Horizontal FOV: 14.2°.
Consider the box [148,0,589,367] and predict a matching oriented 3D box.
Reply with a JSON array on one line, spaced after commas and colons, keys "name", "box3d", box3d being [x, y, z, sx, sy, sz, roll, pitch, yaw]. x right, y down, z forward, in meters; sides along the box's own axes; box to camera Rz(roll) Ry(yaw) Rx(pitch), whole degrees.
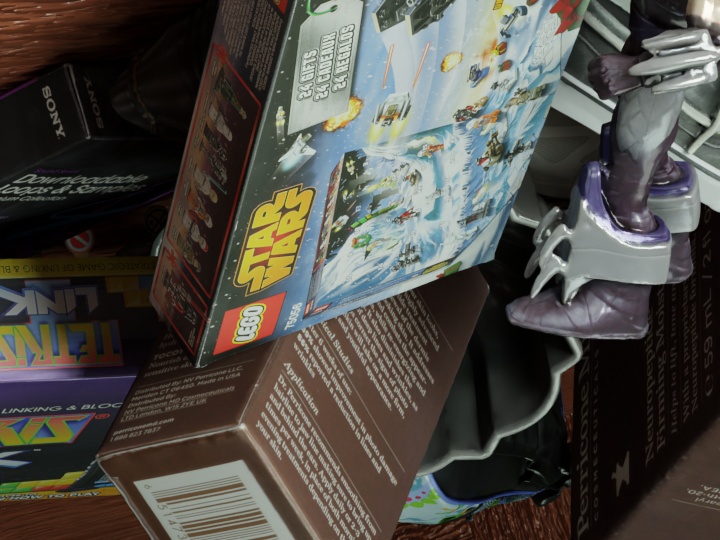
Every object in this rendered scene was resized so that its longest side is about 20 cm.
[{"name": "box", "box3d": [0.007, -0.060, 1.011, 0.137, 0.040, 0.200, -20, 148, -30]}]

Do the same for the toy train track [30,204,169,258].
[{"name": "toy train track", "box3d": [-0.074, -0.016, 1.391, 0.199, 0.033, 0.115, -6, -172, -8]}]

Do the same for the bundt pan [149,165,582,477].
[{"name": "bundt pan", "box3d": [0.000, 0.000, 1.298, 0.201, 0.076, 0.202, 1, 132, 1]}]

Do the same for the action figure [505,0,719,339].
[{"name": "action figure", "box3d": [0.104, -0.075, 1.038, 0.069, 0.201, 0.130, 11, -151, 2]}]

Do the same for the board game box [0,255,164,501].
[{"name": "board game box", "box3d": [-0.169, 0.050, 1.206, 0.199, 0.057, 0.165, -2, 160, -23]}]

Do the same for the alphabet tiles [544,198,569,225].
[{"name": "alphabet tiles", "box3d": [0.067, -0.039, 1.432, 0.199, 0.008, 0.167, -2, -168, -23]}]

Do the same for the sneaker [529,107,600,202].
[{"name": "sneaker", "box3d": [0.156, -0.102, 1.363, 0.200, 0.076, 0.115, -15, 155, -5]}]

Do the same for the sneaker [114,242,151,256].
[{"name": "sneaker", "box3d": [-0.080, 0.044, 1.416, 0.139, 0.078, 0.200, -6, -151, 27]}]

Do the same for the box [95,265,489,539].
[{"name": "box", "box3d": [-0.022, 0.037, 1.137, 0.075, 0.100, 0.200, -13, -148, 31]}]

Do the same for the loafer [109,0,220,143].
[{"name": "loafer", "box3d": [-0.011, -0.074, 1.113, 0.072, 0.073, 0.200, -14, 167, 37]}]

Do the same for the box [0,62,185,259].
[{"name": "box", "box3d": [-0.145, -0.032, 1.174, 0.200, 0.036, 0.143, -25, 170, 31]}]

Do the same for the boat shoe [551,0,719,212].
[{"name": "boat shoe", "box3d": [0.134, -0.084, 1.149, 0.199, 0.074, 0.068, 30, 139, -25]}]

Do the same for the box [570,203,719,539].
[{"name": "box", "box3d": [0.202, 0.041, 1.300, 0.164, 0.167, 0.200, 10, 151, -12]}]

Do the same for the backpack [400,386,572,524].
[{"name": "backpack", "box3d": [0.016, 0.044, 1.520, 0.146, 0.184, 0.200, -4, 180, 22]}]
